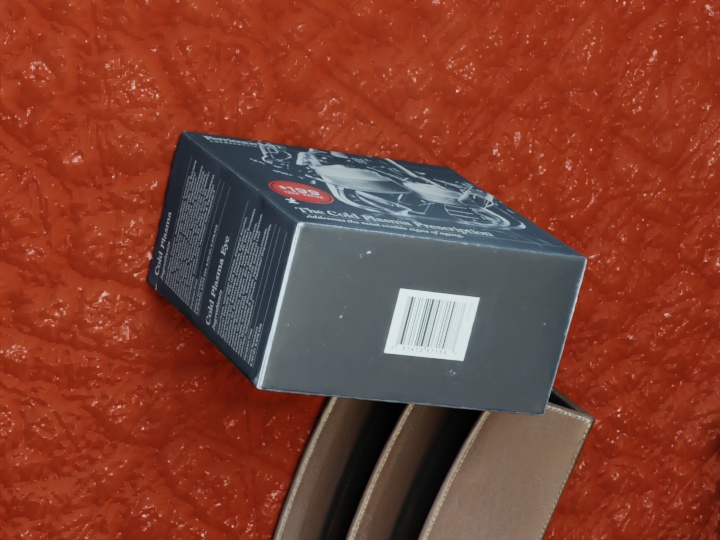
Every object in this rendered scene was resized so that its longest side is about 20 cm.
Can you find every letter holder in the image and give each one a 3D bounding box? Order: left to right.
[{"bbox_3d":[0.038,0.152,1.615,0.141,0.101,0.201,18,100,-29],"label":"letter holder"}]

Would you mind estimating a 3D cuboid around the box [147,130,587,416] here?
[{"bbox_3d":[0.000,0.000,1.488,0.199,0.182,0.105,7,105,-29],"label":"box"}]
